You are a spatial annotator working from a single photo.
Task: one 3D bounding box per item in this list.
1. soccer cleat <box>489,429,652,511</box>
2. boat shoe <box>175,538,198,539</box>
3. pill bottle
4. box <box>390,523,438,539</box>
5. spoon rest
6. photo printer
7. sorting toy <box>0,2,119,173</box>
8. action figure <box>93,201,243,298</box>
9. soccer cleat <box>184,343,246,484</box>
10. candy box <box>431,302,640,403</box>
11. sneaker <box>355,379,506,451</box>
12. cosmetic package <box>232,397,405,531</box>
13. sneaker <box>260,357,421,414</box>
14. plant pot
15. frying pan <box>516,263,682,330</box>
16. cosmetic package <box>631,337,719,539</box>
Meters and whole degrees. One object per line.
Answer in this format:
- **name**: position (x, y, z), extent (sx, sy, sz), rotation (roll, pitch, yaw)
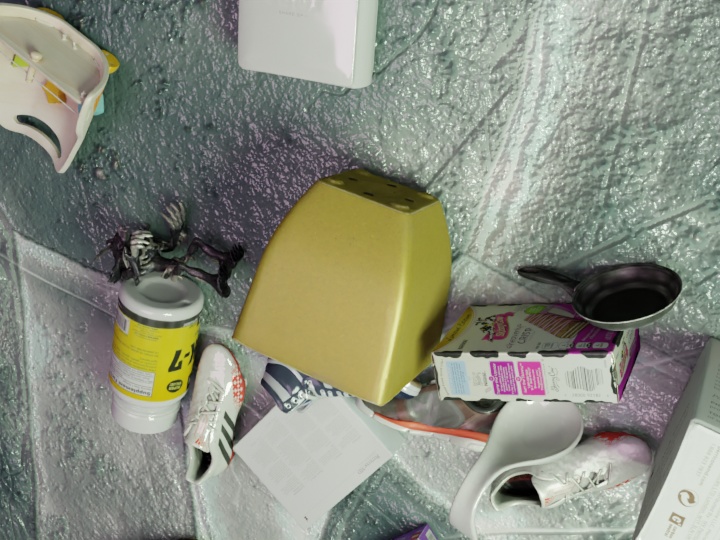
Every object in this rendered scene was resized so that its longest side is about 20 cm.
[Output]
- **soccer cleat**: position (0.239, 0.238, 1.120), extent (0.198, 0.085, 0.069), rotation (-17, 100, 31)
- **boat shoe**: position (-0.305, 0.456, 1.484), extent (0.198, 0.070, 0.071), rotation (-15, 95, 39)
- **pill bottle**: position (-0.282, 0.113, 1.319), extent (0.113, 0.114, 0.202), rotation (23, 118, 17)
- **box**: position (0.088, 0.454, 1.303), extent (0.136, 0.039, 0.201), rotation (-32, 92, 32)
- **spoon rest**: position (0.173, 0.208, 1.089), extent (0.099, 0.200, 0.061), rotation (27, 151, 37)
- **photo printer**: position (-0.057, -0.316, 1.074), extent (0.164, 0.069, 0.203), rotation (15, 114, 21)
- **sorting toy**: position (-0.416, -0.228, 1.277), extent (0.199, 0.107, 0.181), rotation (38, 128, 9)
- **action figure**: position (-0.255, -0.030, 1.257), extent (0.197, 0.119, 0.103), rotation (12, 130, 12)
- **soccer cleat**: position (-0.204, 0.198, 1.319), extent (0.068, 0.085, 0.203), rotation (18, 116, 19)
- **candy box**: position (0.193, 0.087, 1.058), extent (0.197, 0.136, 0.062), rotation (-4, 109, 27)
- **sneaker**: position (0.091, 0.163, 1.190), extent (0.197, 0.077, 0.083), rotation (12, 88, 20)
- **cosmetic package**: position (-0.058, 0.231, 1.287), extent (0.151, 0.052, 0.200), rotation (49, 121, 6)
- **sneaker**: position (-0.030, 0.141, 1.178), extent (0.198, 0.070, 0.110), rotation (23, 88, 18)
- **plant pot**: position (0.000, 0.000, 1.099), extent (0.193, 0.194, 0.203), rotation (22, 110, 18)
- **frying pan**: position (0.245, 0.031, 1.027), extent (0.188, 0.115, 0.031), rotation (-6, 118, 29)
- **cosmetic package**: position (0.387, 0.205, 0.967), extent (0.165, 0.200, 0.169), rotation (23, 117, 16)
